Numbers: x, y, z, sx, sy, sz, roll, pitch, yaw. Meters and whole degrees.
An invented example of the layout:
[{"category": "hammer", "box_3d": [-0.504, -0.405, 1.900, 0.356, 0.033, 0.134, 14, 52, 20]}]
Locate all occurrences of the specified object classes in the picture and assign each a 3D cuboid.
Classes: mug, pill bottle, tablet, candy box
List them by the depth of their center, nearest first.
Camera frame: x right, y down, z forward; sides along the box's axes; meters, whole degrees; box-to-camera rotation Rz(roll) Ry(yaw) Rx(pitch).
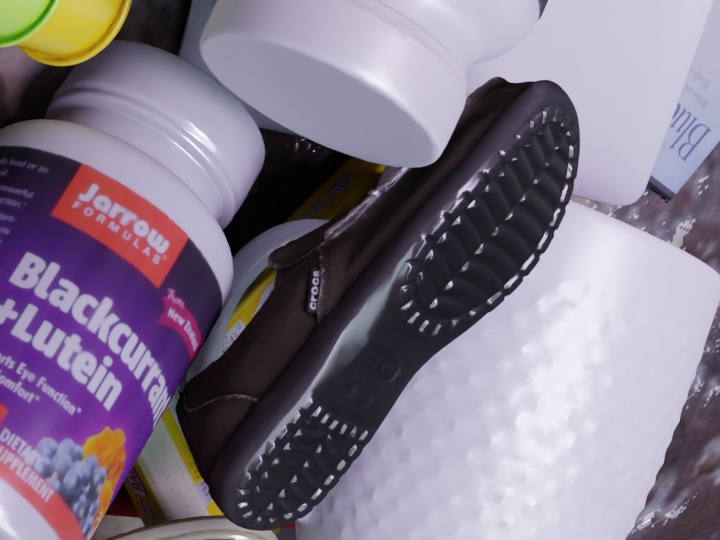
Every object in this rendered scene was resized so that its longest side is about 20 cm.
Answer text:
[{"category": "pill bottle", "box_3d": [0.026, -0.146, 0.972, 0.116, 0.116, 0.201, 42, 69, -50]}, {"category": "pill bottle", "box_3d": [-0.115, 0.016, 1.001, 0.200, 0.111, 0.112, -61, 147, -28]}, {"category": "tablet", "box_3d": [0.034, -0.098, 1.071, 0.199, 0.014, 0.131, 11, 121, -10]}, {"category": "mug", "box_3d": [0.026, 0.053, 1.089, 0.199, 0.148, 0.176, 22, 84, -16]}, {"category": "candy box", "box_3d": [-0.024, 0.035, 1.138, 0.200, 0.026, 0.102, -45, 132, -31]}]

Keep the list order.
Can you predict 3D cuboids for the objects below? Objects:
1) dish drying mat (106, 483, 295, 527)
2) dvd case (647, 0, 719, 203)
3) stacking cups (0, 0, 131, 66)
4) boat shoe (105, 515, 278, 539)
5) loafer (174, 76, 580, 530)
[{"category": "dish drying mat", "box_3d": [-0.109, 0.095, 1.153, 0.200, 0.077, 0.018, 10, 82, -44]}, {"category": "dvd case", "box_3d": [0.164, -0.135, 1.223, 0.200, 0.018, 0.143, -51, 140, 7]}, {"category": "stacking cups", "box_3d": [-0.153, -0.115, 0.907, 0.061, 0.060, 0.200, -55, 153, 12]}, {"category": "boat shoe", "box_3d": [-0.117, 0.159, 1.054, 0.199, 0.065, 0.073, -25, 142, 8]}, {"category": "loafer", "box_3d": [0.000, 0.000, 1.003, 0.200, 0.071, 0.073, -48, 146, -6]}]
